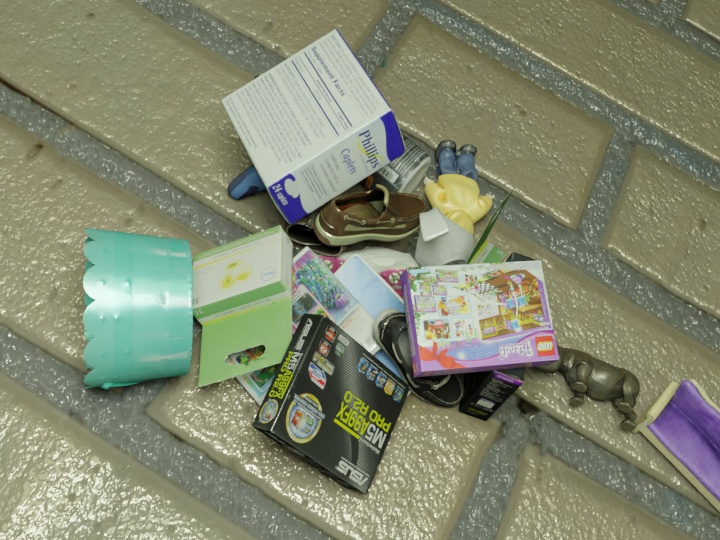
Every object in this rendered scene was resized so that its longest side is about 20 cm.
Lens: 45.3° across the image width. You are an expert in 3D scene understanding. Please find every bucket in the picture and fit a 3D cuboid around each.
[{"bbox_3d":[-0.292,0.049,1.121,0.132,0.208,0.211,1,60,-18],"label":"bucket"}]

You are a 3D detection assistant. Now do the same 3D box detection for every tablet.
[{"bbox_3d":[0.018,0.090,1.251,0.200,0.014,0.130,45,80,0],"label":"tablet"}]

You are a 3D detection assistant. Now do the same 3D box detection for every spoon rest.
[{"bbox_3d":[0.121,-0.045,1.295,0.098,0.200,0.062,-21,70,6],"label":"spoon rest"}]

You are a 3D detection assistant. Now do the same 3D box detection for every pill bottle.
[{"bbox_3d":[0.010,-0.202,1.402,0.199,0.107,0.106,40,58,9],"label":"pill bottle"}]

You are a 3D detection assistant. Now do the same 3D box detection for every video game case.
[{"bbox_3d":[-0.088,0.098,1.213,0.200,0.024,0.182,-42,77,-8],"label":"video game case"}]

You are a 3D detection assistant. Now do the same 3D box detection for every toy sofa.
[{"bbox_3d":[0.514,0.267,1.285,0.082,0.098,0.200,-37,77,-30],"label":"toy sofa"}]

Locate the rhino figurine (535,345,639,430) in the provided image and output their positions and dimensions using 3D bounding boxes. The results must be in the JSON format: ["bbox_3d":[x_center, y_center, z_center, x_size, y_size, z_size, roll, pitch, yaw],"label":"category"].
[{"bbox_3d":[0.339,0.160,1.317,0.197,0.060,0.088,26,43,2],"label":"rhino figurine"}]

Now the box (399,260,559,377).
[{"bbox_3d":[0.157,0.062,1.144,0.195,0.039,0.140,-3,73,-15],"label":"box"}]

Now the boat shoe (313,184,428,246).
[{"bbox_3d":[0.029,-0.086,1.249,0.200,0.075,0.075,-17,60,-38],"label":"boat shoe"}]

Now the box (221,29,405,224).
[{"bbox_3d":[-0.065,-0.202,1.209,0.198,0.105,0.186,-31,58,0],"label":"box"}]

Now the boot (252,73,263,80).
[{"bbox_3d":[-0.097,-0.271,1.378,0.136,0.078,0.202,-23,44,9],"label":"boot"}]

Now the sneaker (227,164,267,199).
[{"bbox_3d":[-0.110,-0.143,1.335,0.196,0.074,0.084,-21,96,2],"label":"sneaker"}]

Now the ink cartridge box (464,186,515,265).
[{"bbox_3d":[0.179,-0.010,1.262,0.048,0.202,0.146,34,32,7],"label":"ink cartridge box"}]

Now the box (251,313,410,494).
[{"bbox_3d":[-0.032,0.176,1.127,0.200,0.044,0.162,43,63,-37],"label":"box"}]

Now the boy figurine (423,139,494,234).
[{"bbox_3d":[0.164,-0.118,1.424,0.122,0.065,0.204,8,60,-12],"label":"boy figurine"}]

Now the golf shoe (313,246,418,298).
[{"bbox_3d":[0.000,0.000,1.317,0.195,0.077,0.092,10,32,-6],"label":"golf shoe"}]

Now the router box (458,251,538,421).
[{"bbox_3d":[0.203,0.097,1.262,0.050,0.150,0.203,18,58,-4],"label":"router box"}]

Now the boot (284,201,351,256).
[{"bbox_3d":[-0.017,-0.063,1.305,0.196,0.072,0.147,10,26,10],"label":"boot"}]

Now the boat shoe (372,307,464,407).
[{"bbox_3d":[0.092,0.131,1.204,0.074,0.060,0.201,-44,121,-11],"label":"boat shoe"}]

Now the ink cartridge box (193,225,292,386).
[{"bbox_3d":[-0.164,0.045,1.177,0.143,0.048,0.203,-17,46,14],"label":"ink cartridge box"}]
